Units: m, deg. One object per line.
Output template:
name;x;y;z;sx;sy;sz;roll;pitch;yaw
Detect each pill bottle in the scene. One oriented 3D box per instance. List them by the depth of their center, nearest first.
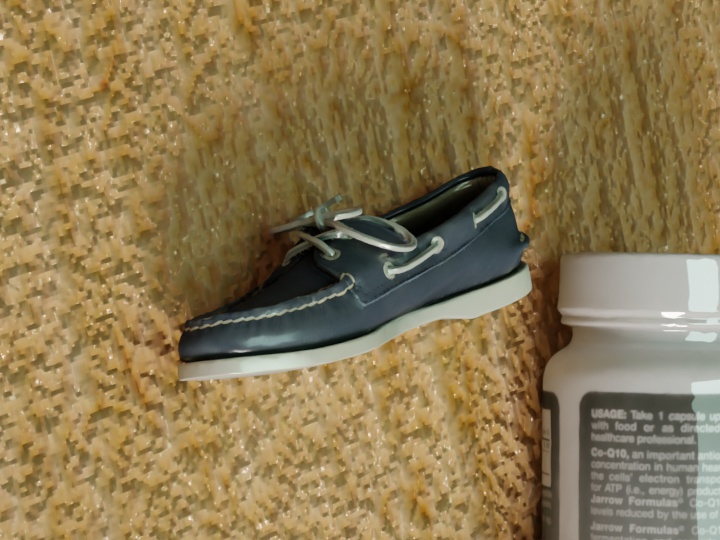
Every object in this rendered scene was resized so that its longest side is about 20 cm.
pill bottle;0.140;0.094;0.899;0.113;0.113;0.202;2;89;-40

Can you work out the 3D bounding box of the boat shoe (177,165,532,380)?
boat shoe;0.000;0.000;0.808;0.199;0.074;0.063;-17;102;-40
